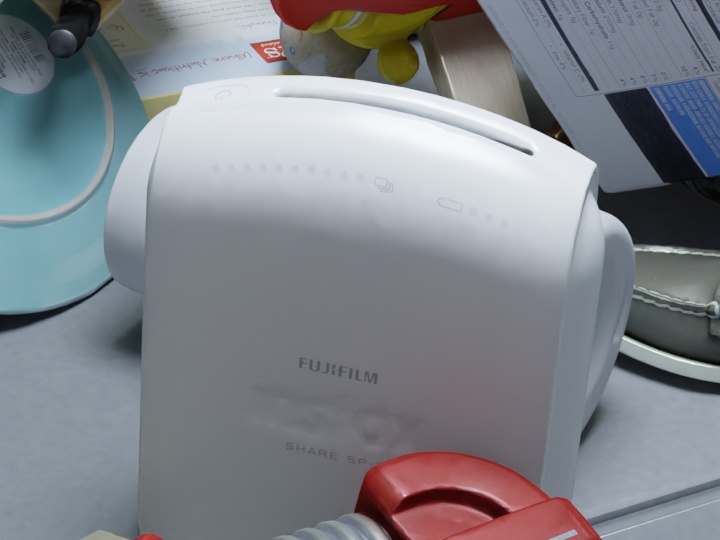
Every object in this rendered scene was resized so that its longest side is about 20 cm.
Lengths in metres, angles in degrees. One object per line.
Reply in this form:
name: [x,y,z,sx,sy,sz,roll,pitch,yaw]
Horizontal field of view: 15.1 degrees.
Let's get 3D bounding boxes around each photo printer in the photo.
photo printer: [0.001,0.026,0.981,0.166,0.200,0.069,12,33,10]

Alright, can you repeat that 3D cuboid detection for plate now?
plate: [-0.171,-0.075,1.174,0.200,0.026,0.200,20,51,-26]

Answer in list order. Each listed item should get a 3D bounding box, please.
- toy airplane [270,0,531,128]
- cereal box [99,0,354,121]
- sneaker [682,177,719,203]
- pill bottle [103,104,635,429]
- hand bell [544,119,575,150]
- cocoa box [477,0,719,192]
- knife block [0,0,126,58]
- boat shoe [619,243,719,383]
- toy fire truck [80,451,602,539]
toy airplane: [0.027,-0.132,1.255,0.141,0.199,0.200,-28,30,32]
cereal box: [-0.110,-0.122,1.346,0.144,0.040,0.200,-12,37,-25]
sneaker: [0.238,-0.043,1.232,0.199,0.074,0.087,9,26,-2]
pill bottle: [0.000,0.000,1.102,0.200,0.112,0.111,20,36,24]
hand bell: [0.163,-0.107,1.338,0.200,0.104,0.104,-37,49,-29]
cocoa box: [0.160,-0.155,1.201,0.131,0.133,0.200,-7,46,36]
knife block: [-0.129,-0.142,1.209,0.064,0.200,0.176,45,57,-10]
boat shoe: [0.187,0.015,1.148,0.201,0.060,0.072,13,33,13]
toy fire truck: [-0.025,0.119,0.929,0.176,0.129,0.200,-17,49,-31]
